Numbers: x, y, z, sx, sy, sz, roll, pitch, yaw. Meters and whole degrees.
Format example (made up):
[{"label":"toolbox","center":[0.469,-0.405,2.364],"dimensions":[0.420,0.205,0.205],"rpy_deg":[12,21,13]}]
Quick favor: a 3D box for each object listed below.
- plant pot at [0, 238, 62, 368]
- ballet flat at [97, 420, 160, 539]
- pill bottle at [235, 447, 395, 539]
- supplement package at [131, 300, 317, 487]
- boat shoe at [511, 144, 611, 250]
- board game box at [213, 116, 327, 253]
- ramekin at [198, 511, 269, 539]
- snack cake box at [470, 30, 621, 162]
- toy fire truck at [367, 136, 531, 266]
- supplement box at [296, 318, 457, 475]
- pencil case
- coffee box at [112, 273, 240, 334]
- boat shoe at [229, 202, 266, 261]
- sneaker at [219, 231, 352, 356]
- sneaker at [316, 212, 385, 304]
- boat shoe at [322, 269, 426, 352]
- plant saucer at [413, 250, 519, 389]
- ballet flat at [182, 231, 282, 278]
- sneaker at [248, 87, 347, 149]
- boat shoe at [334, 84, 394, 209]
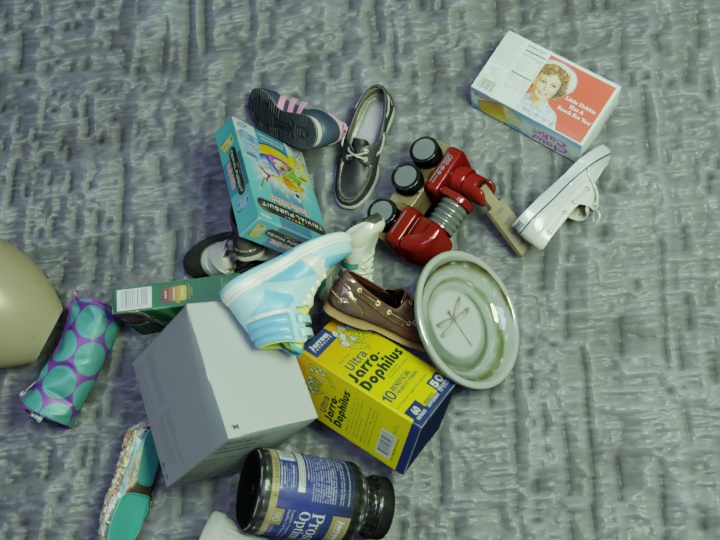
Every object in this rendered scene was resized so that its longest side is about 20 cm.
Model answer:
[{"label":"plant pot","center":[-0.539,0.071,1.411],"dimensions":[0.134,0.200,0.202],"rpy_deg":[28,78,-14]},{"label":"ballet flat","center":[-0.341,0.318,1.358],"dimensions":[0.064,0.075,0.202],"rpy_deg":[1,66,42]},{"label":"pill bottle","center":[-0.059,0.308,1.243],"dimensions":[0.198,0.112,0.113],"rpy_deg":[13,73,-20]},{"label":"supplement package","center":[-0.194,0.167,1.279],"dimensions":[0.200,0.146,0.193],"rpy_deg":[-41,64,44]},{"label":"boat shoe","center":[0.317,-0.100,1.350],"dimensions":[0.202,0.075,0.086],"rpy_deg":[-41,81,-23]},{"label":"board game box","center":[-0.131,-0.119,1.377],"dimensions":[0.047,0.150,0.201],"rpy_deg":[-38,52,27]},{"label":"ramekin","center":[-0.181,0.433,1.224],"dimensions":[0.093,0.202,0.204],"rpy_deg":[15,76,2]},{"label":"snack cake box","center":[0.283,-0.269,1.420],"dimensions":[0.199,0.067,0.115],"rpy_deg":[32,79,17]},{"label":"toy fire truck","center":[0.140,-0.074,1.365],"dimensions":[0.199,0.129,0.177],"rpy_deg":[30,80,30]},{"label":"supplement box","center":[0.015,0.169,1.289],"dimensions":[0.199,0.110,0.109],"rpy_deg":[30,43,17]},{"label":"pencil case","center":[-0.442,0.139,1.411],"dimensions":[0.092,0.085,0.201],"rpy_deg":[28,77,-13]},{"label":"coffee box","center":[-0.259,0.052,1.387],"dimensions":[0.198,0.123,0.044],"rpy_deg":[-7,71,6]},{"label":"boat shoe","center":[-0.165,-0.096,1.404],"dimensions":[0.066,0.057,0.201],"rpy_deg":[-5,40,1]},{"label":"sneaker","center":[-0.077,0.038,1.239],"dimensions":[0.199,0.080,0.131],"rpy_deg":[-28,83,-18]},{"label":"sneaker","center":[0.000,0.000,1.340],"dimensions":[0.070,0.200,0.094],"rpy_deg":[-28,73,-42]},{"label":"boat shoe","center":[0.046,0.058,1.305],"dimensions":[0.071,0.199,0.070],"rpy_deg":[-61,31,13]},{"label":"plant saucer","center":[0.142,0.074,1.309],"dimensions":[0.050,0.199,0.202],"rpy_deg":[-26,63,48]},{"label":"ballet flat","center":[-0.185,-0.030,1.420],"dimensions":[0.198,0.068,0.069],"rpy_deg":[-17,104,5]},{"label":"sneaker","center":[-0.103,-0.242,1.477],"dimensions":[0.200,0.082,0.071],"rpy_deg":[36,125,40]},{"label":"boat shoe","center":[0.005,-0.196,1.449],"dimensions":[0.073,0.060,0.201],"rpy_deg":[19,77,14]}]
